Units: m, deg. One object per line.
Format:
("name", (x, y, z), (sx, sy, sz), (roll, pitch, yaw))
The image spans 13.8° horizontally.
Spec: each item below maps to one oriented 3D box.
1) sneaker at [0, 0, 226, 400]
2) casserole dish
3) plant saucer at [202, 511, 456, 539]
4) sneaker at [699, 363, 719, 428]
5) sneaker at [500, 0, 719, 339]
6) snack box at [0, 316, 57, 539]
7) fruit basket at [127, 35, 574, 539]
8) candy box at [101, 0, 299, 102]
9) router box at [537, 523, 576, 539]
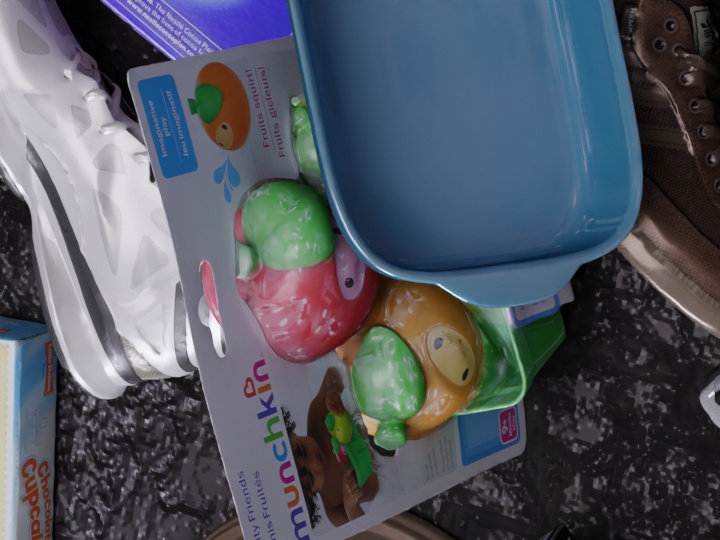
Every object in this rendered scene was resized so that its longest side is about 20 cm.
("sneaker", (-0.088, -0.054, 1.220), (0.115, 0.076, 0.201), (-15, 100, 20))
("casserole dish", (0.031, -0.081, 1.064), (0.039, 0.121, 0.201), (142, 118, -69))
("plant saucer", (-0.010, 0.193, 1.241), (0.199, 0.029, 0.201), (5, 102, 25))
("sneaker", (0.168, -0.001, 1.030), (0.075, 0.115, 0.201), (22, 132, 28))
("sneaker", (0.108, -0.066, 1.109), (0.075, 0.070, 0.200), (-39, 82, 22))
("snack box", (-0.228, 0.069, 1.324), (0.199, 0.037, 0.117), (9, 104, 25))
("fruit basket", (0.000, 0.000, 1.103), (0.093, 0.200, 0.186), (-12, 93, 29))
("candy box", (-0.039, -0.189, 1.157), (0.169, 0.077, 0.200), (41, 116, 17))
("router box", (0.074, 0.226, 1.165), (0.157, 0.052, 0.200), (-36, 90, 20))
